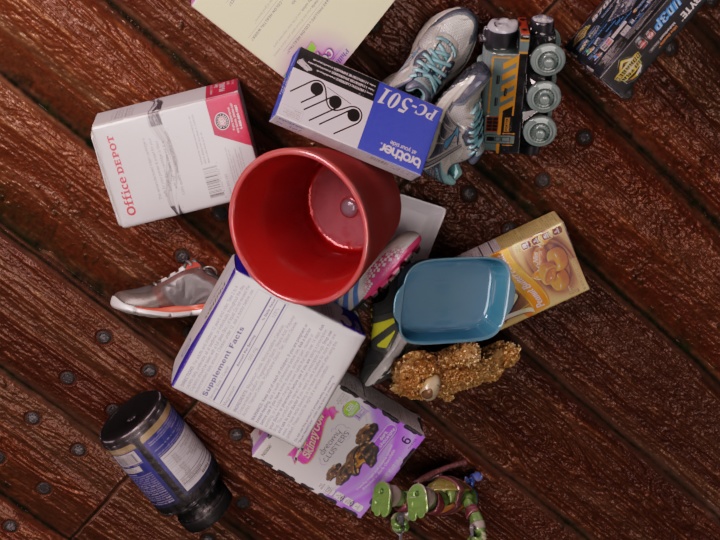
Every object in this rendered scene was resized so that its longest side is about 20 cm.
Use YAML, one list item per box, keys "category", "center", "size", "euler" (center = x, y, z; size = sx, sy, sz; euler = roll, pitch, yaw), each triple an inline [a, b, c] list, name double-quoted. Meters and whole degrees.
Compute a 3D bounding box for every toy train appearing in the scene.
- category: "toy train"
  center: [0.208, -0.244, 1.695]
  size: [0.113, 0.085, 0.201]
  euler: [1, 125, 0]

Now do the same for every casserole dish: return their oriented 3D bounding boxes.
- category: "casserole dish"
  center: [0.122, 0.037, 1.742]
  size: [0.199, 0.039, 0.122]
  euler: [-2, 107, -29]

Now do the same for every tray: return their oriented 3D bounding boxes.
- category: "tray"
  center: [0.011, -0.071, 1.784]
  size: [0.199, 0.022, 0.108]
  euler: [17, 110, -13]

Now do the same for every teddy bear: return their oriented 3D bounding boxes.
- category: "teddy bear"
  center: [0.140, 0.147, 1.821]
  size: [0.199, 0.067, 0.145]
  euler: [3, 154, -46]

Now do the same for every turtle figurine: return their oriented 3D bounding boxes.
- category: "turtle figurine"
  center: [0.106, 0.381, 1.890]
  size: [0.194, 0.144, 0.201]
  euler: [24, 102, -49]

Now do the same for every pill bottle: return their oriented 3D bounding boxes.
- category: "pill bottle"
  center: [-0.276, 0.280, 1.843]
  size: [0.112, 0.112, 0.200]
  euler: [-32, 112, 6]

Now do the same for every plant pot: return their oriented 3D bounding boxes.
- category: "plant pot"
  center: [-0.044, -0.071, 1.646]
  size: [0.199, 0.177, 0.202]
  euler: [6, 106, 23]

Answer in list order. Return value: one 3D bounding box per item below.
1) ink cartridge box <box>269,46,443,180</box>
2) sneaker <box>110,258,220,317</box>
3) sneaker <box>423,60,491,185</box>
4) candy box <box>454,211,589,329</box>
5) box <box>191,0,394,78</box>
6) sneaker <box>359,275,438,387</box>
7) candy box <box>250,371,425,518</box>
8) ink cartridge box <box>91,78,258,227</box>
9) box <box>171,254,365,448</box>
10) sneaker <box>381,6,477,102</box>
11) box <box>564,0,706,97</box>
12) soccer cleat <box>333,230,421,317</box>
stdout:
- category: "ink cartridge box"
  center: [-0.004, -0.194, 1.594]
  size: [0.199, 0.044, 0.095]
  euler: [21, 79, -14]
- category: "sneaker"
  center: [-0.248, 0.025, 1.778]
  size: [0.199, 0.077, 0.082]
  euler: [-1, 87, -8]
- category: "sneaker"
  center: [0.137, -0.192, 1.682]
  size: [0.086, 0.078, 0.200]
  euler: [38, 140, 6]
- category: "candy box"
  center: [0.213, 0.012, 1.823]
  size: [0.199, 0.055, 0.116]
  euler: [-25, 111, 3]
- category: "box"
  center: [-0.084, -0.352, 1.619]
  size: [0.200, 0.097, 0.176]
  euler: [36, 104, -18]
- category: "sneaker"
  center: [0.047, 0.082, 1.832]
  size: [0.085, 0.074, 0.200]
  euler: [44, 122, 20]
- category: "candy box"
  center: [-0.035, 0.243, 1.878]
  size: [0.199, 0.072, 0.168]
  euler: [32, 105, -18]
- category: "ink cartridge box"
  center: [-0.240, -0.156, 1.686]
  size: [0.199, 0.083, 0.146]
  euler: [-13, 113, -1]
- category: "box"
  center: [-0.125, 0.106, 1.712]
  size: [0.199, 0.105, 0.185]
  euler: [28, 101, -13]
- category: "sneaker"
  center: [0.089, -0.255, 1.675]
  size: [0.077, 0.086, 0.200]
  euler: [36, 103, -17]
- category: "box"
  center: [0.364, -0.333, 1.646]
  size: [0.046, 0.159, 0.200]
  euler: [35, 104, -21]
- category: "soccer cleat"
  center: [0.000, 0.000, 1.762]
  size: [0.086, 0.070, 0.200]
  euler: [45, 121, 3]
